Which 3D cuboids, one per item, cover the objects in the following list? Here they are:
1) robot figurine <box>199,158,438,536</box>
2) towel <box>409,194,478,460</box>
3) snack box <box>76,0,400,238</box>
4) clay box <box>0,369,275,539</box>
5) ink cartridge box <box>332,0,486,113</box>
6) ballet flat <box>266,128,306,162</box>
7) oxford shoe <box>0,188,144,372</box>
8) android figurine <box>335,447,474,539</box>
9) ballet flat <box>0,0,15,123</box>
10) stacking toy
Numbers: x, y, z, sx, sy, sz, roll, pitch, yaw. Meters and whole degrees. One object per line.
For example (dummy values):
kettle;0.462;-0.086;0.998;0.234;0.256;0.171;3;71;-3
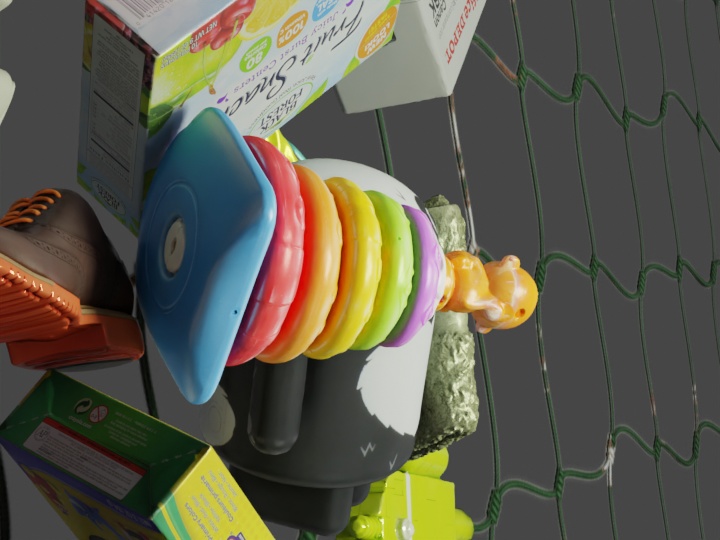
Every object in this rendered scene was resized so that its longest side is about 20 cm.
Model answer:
robot figurine;-0.021;0.040;1.065;0.150;0.124;0.201;-137;-129;-59
towel;0.021;0.043;1.184;0.200;0.036;0.150;150;-63;-69
snack box;-0.054;-0.124;0.978;0.200;0.053;0.143;-41;162;-30
clay box;-0.082;0.139;0.937;0.048;0.114;0.201;-49;136;-22
ink cartridge box;0.010;-0.227;1.302;0.145;0.083;0.201;-68;145;-50
ballet flat;-0.074;-0.069;1.101;0.067;0.067;0.201;-47;128;-34
oxford shoe;-0.153;-0.003;0.869;0.200;0.071;0.073;49;33;-75
android figurine;0.032;0.198;1.304;0.200;0.041;0.183;28;59;-65
ballet flat;-0.178;-0.096;0.837;0.067;0.063;0.202;17;69;-67
stacking toy;0.000;0.000;0.942;0.110;0.199;0.117;56;-48;52
